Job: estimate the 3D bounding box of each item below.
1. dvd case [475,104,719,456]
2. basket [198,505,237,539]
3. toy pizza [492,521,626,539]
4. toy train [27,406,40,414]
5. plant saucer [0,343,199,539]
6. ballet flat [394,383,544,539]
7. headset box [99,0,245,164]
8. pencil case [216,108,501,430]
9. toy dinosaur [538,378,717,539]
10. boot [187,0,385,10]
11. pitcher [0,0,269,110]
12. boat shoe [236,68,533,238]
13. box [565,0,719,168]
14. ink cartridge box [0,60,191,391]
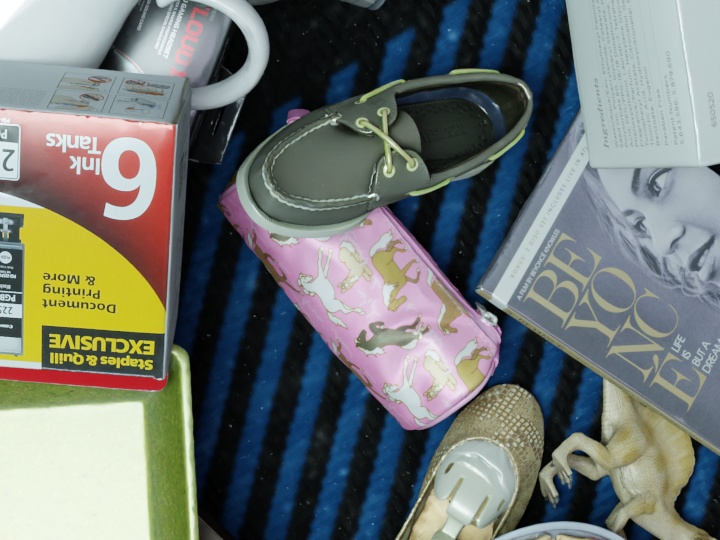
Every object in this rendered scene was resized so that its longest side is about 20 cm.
[{"bbox_3d":[0.189,0.004,1.011,0.199,0.016,0.150,33,78,-6],"label":"dvd case"},{"bbox_3d":[-0.146,0.236,0.973,0.136,0.180,0.200,42,84,0],"label":"basket"},{"bbox_3d":[0.107,0.249,0.981,0.198,0.032,0.203,-7,109,-21],"label":"toy pizza"},{"bbox_3d":[-0.189,0.084,0.970,0.084,0.116,0.201,-36,97,2],"label":"toy train"},{"bbox_3d":[-0.186,0.147,0.885,0.197,0.048,0.203,-3,84,-4],"label":"plant saucer"},{"bbox_3d":[0.057,0.166,1.016,0.070,0.065,0.202,26,93,5],"label":"ballet flat"},{"bbox_3d":[-0.166,-0.124,0.968,0.198,0.075,0.150,22,94,-5],"label":"headset box"},{"bbox_3d":[0.000,0.000,0.988,0.087,0.083,0.200,-44,97,-23],"label":"pencil case"},{"bbox_3d":[0.165,0.115,1.033,0.100,0.058,0.202,-22,92,-17],"label":"toy dinosaur"},{"bbox_3d":[-0.072,-0.220,0.961,0.130,0.070,0.201,-6,54,-38],"label":"boot"},{"bbox_3d":[-0.163,-0.124,0.862,0.199,0.122,0.172,-32,110,17],"label":"pitcher"},{"bbox_3d":[0.018,-0.074,0.939,0.200,0.060,0.073,-20,82,-37],"label":"boat shoe"},{"bbox_3d":[0.228,-0.173,0.931,0.197,0.130,0.203,-13,97,-19],"label":"box"},{"bbox_3d":[-0.188,-0.009,0.801,0.197,0.084,0.178,4,112,-3],"label":"ink cartridge box"}]
